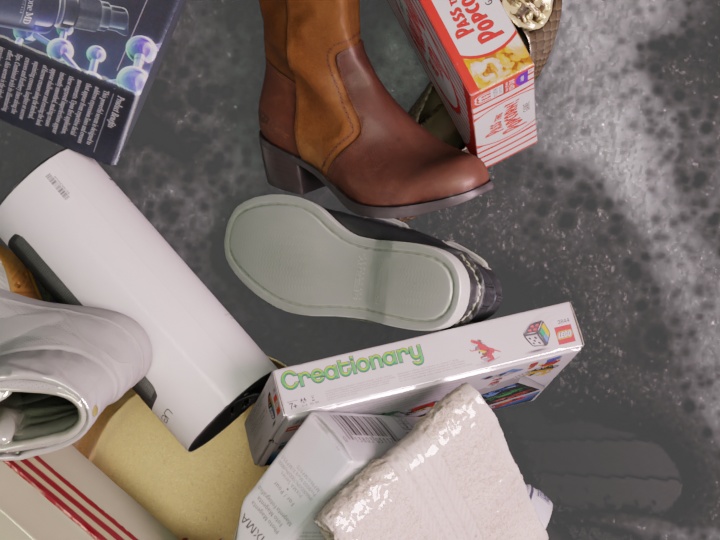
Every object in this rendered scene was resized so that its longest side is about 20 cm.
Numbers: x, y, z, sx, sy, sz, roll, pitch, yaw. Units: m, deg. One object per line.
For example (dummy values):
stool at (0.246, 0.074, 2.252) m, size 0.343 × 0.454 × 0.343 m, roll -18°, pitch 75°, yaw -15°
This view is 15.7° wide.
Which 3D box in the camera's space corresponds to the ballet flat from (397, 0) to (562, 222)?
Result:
ballet flat at (0.069, -0.116, 1.717) m, size 0.067 × 0.046 × 0.200 m, roll 37°, pitch 88°, yaw -5°

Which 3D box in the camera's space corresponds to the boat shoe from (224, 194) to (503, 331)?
boat shoe at (0.000, 0.000, 1.678) m, size 0.199 × 0.060 × 0.076 m, roll 22°, pitch 100°, yaw 35°

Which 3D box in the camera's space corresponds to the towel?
towel at (0.052, 0.179, 1.612) m, size 0.132 × 0.034 × 0.201 m, roll -41°, pitch 131°, yaw -20°

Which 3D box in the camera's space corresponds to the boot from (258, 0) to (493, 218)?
boot at (0.002, -0.142, 1.637) m, size 0.068 × 0.188 × 0.201 m, roll -20°, pitch 115°, yaw -35°

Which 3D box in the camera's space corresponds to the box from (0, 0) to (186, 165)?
box at (-0.212, -0.184, 1.641) m, size 0.199 × 0.107 × 0.149 m, roll 22°, pitch 64°, yaw -5°

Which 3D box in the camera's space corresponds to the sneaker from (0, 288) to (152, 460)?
sneaker at (-0.241, 0.061, 1.603) m, size 0.198 × 0.116 × 0.074 m, roll 2°, pitch 114°, yaw 18°

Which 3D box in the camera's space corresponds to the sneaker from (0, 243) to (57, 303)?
sneaker at (-0.253, 0.024, 1.695) m, size 0.088 × 0.075 × 0.200 m, roll -38°, pitch 92°, yaw 15°

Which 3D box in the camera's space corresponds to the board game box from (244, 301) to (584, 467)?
board game box at (0.032, 0.074, 1.660) m, size 0.199 × 0.126 × 0.035 m, roll -13°, pitch 75°, yaw -15°

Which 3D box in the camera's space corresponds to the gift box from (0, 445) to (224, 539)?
gift box at (-0.195, 0.213, 1.614) m, size 0.187 × 0.185 × 0.200 m, roll 41°, pitch 109°, yaw 1°

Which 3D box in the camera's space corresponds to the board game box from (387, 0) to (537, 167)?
board game box at (0.047, -0.178, 1.635) m, size 0.046 × 0.152 × 0.201 m, roll -27°, pitch 74°, yaw -3°

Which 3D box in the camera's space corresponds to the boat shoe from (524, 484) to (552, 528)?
boat shoe at (0.050, 0.221, 1.715) m, size 0.065 × 0.074 × 0.201 m, roll 32°, pitch 78°, yaw -8°

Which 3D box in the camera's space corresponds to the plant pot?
plant pot at (-0.100, 0.149, 1.721) m, size 0.198 × 0.027 × 0.202 m, roll 0°, pitch 91°, yaw -5°

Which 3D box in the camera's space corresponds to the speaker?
speaker at (-0.143, 0.018, 1.670) m, size 0.081 × 0.081 × 0.200 m, roll -42°, pitch 83°, yaw -2°

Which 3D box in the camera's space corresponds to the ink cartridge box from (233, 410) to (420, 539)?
ink cartridge box at (-0.029, 0.176, 1.652) m, size 0.200 × 0.162 × 0.057 m, roll -48°, pitch 63°, yaw 21°
